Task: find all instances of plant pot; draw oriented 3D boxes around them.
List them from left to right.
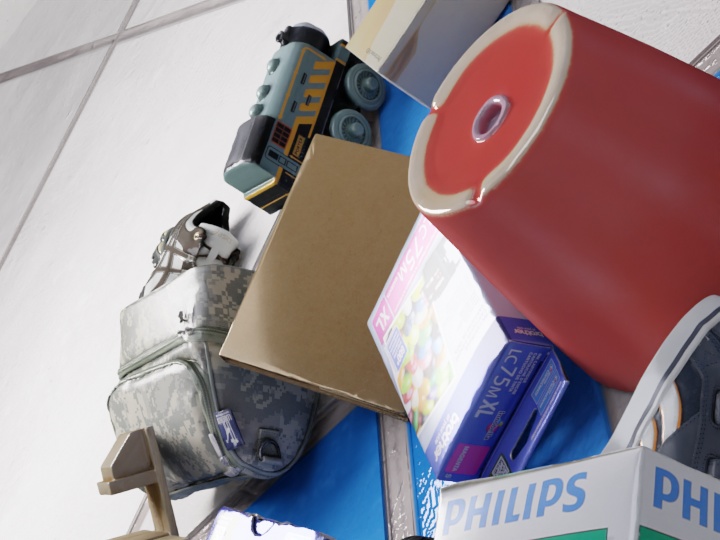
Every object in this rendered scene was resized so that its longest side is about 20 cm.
[{"bbox_3d":[0.138,-0.052,0.904,0.200,0.177,0.201,-42,31,33],"label":"plant pot"}]

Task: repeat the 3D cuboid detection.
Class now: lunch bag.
[{"bbox_3d":[-0.121,0.101,1.273,0.200,0.139,0.169,-24,60,53],"label":"lunch bag"}]

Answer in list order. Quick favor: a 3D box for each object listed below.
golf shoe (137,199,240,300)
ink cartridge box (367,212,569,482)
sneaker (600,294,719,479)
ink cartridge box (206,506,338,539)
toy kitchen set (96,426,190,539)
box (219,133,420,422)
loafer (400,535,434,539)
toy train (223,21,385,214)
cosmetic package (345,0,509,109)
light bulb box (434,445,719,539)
[{"bbox_3d":[-0.167,0.001,1.521,0.094,0.078,0.201,-45,30,27],"label":"golf shoe"},{"bbox_3d":[0.067,0.053,1.016,0.120,0.042,0.200,-65,32,29],"label":"ink cartridge box"},{"bbox_3d":[0.168,0.108,0.799,0.079,0.079,0.200,26,70,29],"label":"sneaker"},{"bbox_3d":[-0.014,0.201,0.882,0.136,0.199,0.077,-3,59,61],"label":"ink cartridge box"},{"bbox_3d":[-0.231,0.221,1.176,0.200,0.179,0.164,155,103,-71],"label":"toy kitchen set"},{"bbox_3d":[0.000,0.000,1.168,0.162,0.021,0.201,15,72,23],"label":"box"},{"bbox_3d":[0.081,0.209,0.756,0.200,0.070,0.068,41,91,26],"label":"loafer"},{"bbox_3d":[-0.051,-0.136,1.411,0.085,0.114,0.201,-19,46,53],"label":"toy train"},{"bbox_3d":[0.080,-0.252,1.346,0.201,0.071,0.105,-56,26,6],"label":"cosmetic package"},{"bbox_3d":[0.128,0.199,0.605,0.125,0.197,0.201,-22,52,50],"label":"light bulb box"}]
